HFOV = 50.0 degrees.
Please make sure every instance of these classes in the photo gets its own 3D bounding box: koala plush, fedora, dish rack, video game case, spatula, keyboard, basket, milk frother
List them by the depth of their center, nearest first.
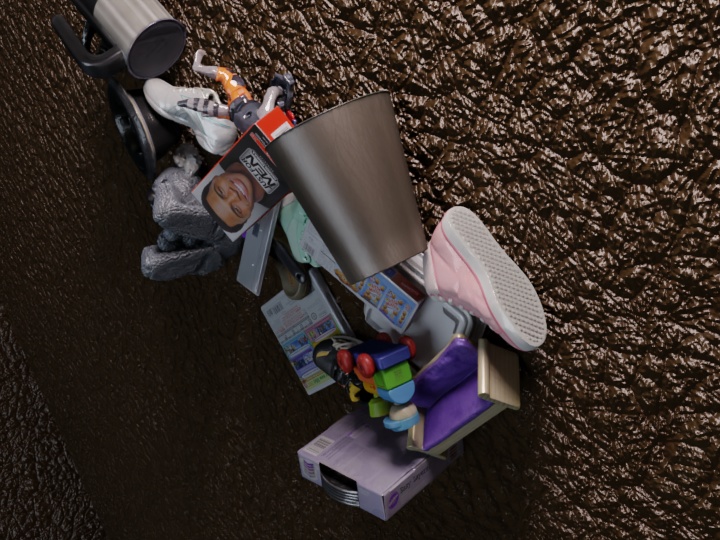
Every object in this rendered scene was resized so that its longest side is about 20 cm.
[{"bbox_3d":[-0.004,-0.097,0.984,0.136,0.177,0.204,159,88,-81],"label":"basket"},{"bbox_3d":[0.080,0.064,1.103,0.199,0.043,0.174,39,136,26],"label":"dish rack"},{"bbox_3d":[-0.158,-0.061,1.209,0.056,0.011,0.204,35,119,36],"label":"keyboard"},{"bbox_3d":[-0.145,-0.047,1.219,0.200,0.020,0.057,44,121,26],"label":"spatula"},{"bbox_3d":[-0.402,-0.399,1.324,0.189,0.180,0.200,49,-177,16],"label":"milk frother"},{"bbox_3d":[-0.083,0.109,1.335,0.199,0.022,0.185,-34,85,51],"label":"video game case"},{"bbox_3d":[-0.374,-0.263,1.368,0.201,0.090,0.203,50,154,34],"label":"fedora"},{"bbox_3d":[-0.311,-0.110,1.382,0.202,0.180,0.179,59,138,37],"label":"koala plush"}]

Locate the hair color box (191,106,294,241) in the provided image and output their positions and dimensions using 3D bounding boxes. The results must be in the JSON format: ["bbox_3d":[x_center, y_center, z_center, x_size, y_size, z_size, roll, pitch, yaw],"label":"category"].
[{"bbox_3d":[-0.153,-0.134,1.112,0.102,0.061,0.199,49,136,-7],"label":"hair color box"}]

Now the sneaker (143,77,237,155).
[{"bbox_3d":[-0.278,-0.277,1.291,0.198,0.070,0.081,35,124,13],"label":"sneaker"}]

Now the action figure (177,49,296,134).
[{"bbox_3d":[-0.174,-0.215,1.169,0.191,0.105,0.202,32,139,18],"label":"action figure"}]

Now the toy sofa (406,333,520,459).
[{"bbox_3d":[0.124,0.175,1.049,0.096,0.084,0.200,21,140,-17],"label":"toy sofa"}]

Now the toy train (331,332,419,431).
[{"bbox_3d":[0.017,0.157,1.113,0.199,0.083,0.118,-1,106,66],"label":"toy train"}]

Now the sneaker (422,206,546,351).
[{"bbox_3d":[0.149,0.028,0.975,0.202,0.074,0.105,57,138,18],"label":"sneaker"}]

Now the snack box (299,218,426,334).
[{"bbox_3d":[0.000,0.000,1.078,0.199,0.024,0.073,40,137,13],"label":"snack box"}]

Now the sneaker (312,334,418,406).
[{"bbox_3d":[-0.006,0.163,1.200,0.196,0.090,0.072,17,120,28],"label":"sneaker"}]

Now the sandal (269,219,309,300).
[{"bbox_3d":[-0.138,-0.047,1.264,0.080,0.053,0.205,-17,88,52],"label":"sandal"}]

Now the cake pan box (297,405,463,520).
[{"bbox_3d":[0.029,0.275,1.164,0.182,0.198,0.054,10,118,42],"label":"cake pan box"}]

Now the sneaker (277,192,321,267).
[{"bbox_3d":[-0.056,-0.072,1.148,0.199,0.073,0.121,-21,89,62],"label":"sneaker"}]
